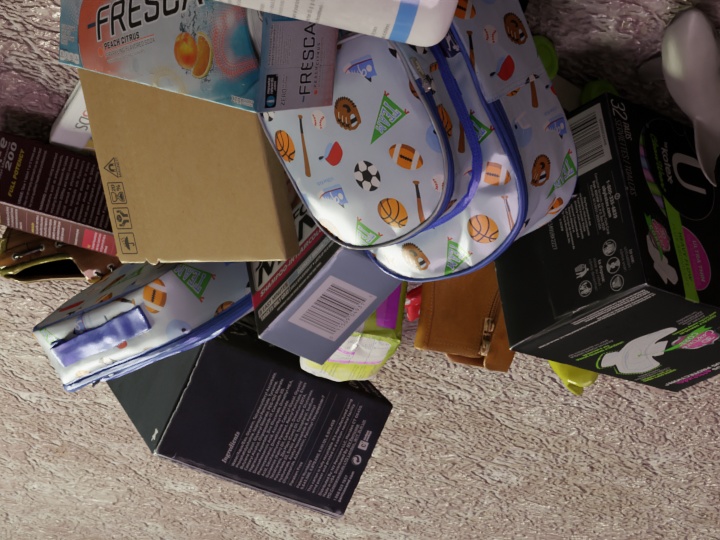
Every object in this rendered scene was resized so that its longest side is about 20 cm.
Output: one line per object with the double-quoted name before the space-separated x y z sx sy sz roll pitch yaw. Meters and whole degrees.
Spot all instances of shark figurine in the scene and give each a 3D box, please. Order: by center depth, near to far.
"shark figurine" 0.265 -0.093 1.357 0.214 0.090 0.128 23 156 -23

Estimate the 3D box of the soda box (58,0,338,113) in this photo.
"soda box" -0.105 -0.148 1.267 0.200 0.064 0.068 17 -161 42

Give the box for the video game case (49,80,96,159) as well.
"video game case" -0.128 -0.109 1.574 0.199 0.023 0.182 17 157 -16

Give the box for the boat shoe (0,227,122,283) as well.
"boat shoe" -0.224 -0.015 1.777 0.199 0.068 0.072 0 154 22

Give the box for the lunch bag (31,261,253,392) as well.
"lunch bag" -0.150 0.025 1.527 0.200 0.160 0.076 -23 101 43

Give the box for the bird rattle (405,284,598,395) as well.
"bird rattle" 0.126 0.012 1.641 0.199 0.113 0.163 25 171 -8

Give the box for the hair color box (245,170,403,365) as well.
"hair color box" -0.034 -0.042 1.431 0.060 0.200 0.099 26 123 -30

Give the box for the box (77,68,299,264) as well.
"box" -0.124 -0.103 1.381 0.163 0.201 0.021 0 -164 39

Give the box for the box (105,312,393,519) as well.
"box" -0.106 0.112 1.852 0.196 0.124 0.200 20 -171 -25

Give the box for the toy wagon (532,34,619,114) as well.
"toy wagon" 0.112 -0.106 1.451 0.200 0.040 0.155 28 152 -36

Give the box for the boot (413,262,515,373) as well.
"boot" 0.121 0.006 1.525 0.201 0.145 0.071 5 -175 -39

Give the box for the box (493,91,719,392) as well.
"box" 0.200 -0.015 1.419 0.124 0.149 0.200 -27 151 37

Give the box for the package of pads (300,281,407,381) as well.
"package of pads" 0.000 0.000 1.563 0.068 0.155 0.200 9 168 -4

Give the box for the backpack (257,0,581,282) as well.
"backpack" 0.043 -0.091 1.295 0.200 0.154 0.191 -23 103 50

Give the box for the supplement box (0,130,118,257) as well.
"supplement box" -0.213 -0.052 1.666 0.199 0.061 0.109 15 169 -8

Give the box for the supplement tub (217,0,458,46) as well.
"supplement tub" -0.036 -0.210 1.151 0.199 0.133 0.132 11 158 -4
